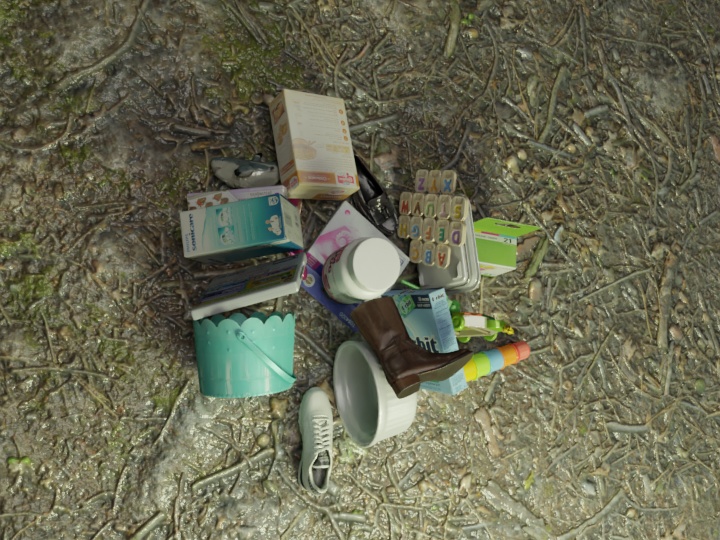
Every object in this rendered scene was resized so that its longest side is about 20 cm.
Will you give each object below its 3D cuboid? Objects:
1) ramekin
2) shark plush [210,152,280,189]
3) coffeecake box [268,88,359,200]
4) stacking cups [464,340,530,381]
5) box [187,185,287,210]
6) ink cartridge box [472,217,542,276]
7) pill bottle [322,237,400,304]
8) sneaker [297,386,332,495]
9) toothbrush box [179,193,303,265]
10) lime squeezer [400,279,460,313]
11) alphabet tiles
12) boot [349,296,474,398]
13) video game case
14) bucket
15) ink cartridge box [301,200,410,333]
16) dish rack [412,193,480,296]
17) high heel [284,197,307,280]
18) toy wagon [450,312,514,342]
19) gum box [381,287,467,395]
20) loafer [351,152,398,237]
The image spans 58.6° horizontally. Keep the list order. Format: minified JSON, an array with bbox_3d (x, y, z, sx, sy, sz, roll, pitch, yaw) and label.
[{"bbox_3d":[0.029,0.235,1.264,0.095,0.199,0.207,-6,83,-27],"label":"ramekin"},{"bbox_3d":[-0.204,-0.217,1.317,0.195,0.092,0.084,-21,59,-17],"label":"shark plush"},{"bbox_3d":[-0.096,-0.255,1.326,0.150,0.072,0.207,-1,75,-37],"label":"coffeecake box"},{"bbox_3d":[0.292,0.201,1.444,0.195,0.060,0.062,-15,87,-27],"label":"stacking cups"},{"bbox_3d":[-0.241,-0.138,1.260,0.193,0.041,0.040,-4,91,5],"label":"box"},{"bbox_3d":[0.279,-0.048,1.394,0.143,0.199,0.078,8,78,-18],"label":"ink cartridge box"},{"bbox_3d":[0.000,0.000,1.242,0.110,0.199,0.117,2,82,-18],"label":"pill bottle"},{"bbox_3d":[-0.081,0.334,1.267,0.074,0.080,0.207,2,80,-18],"label":"sneaker"},{"bbox_3d":[-0.219,-0.073,1.205,0.193,0.146,0.088,-11,83,8],"label":"toothbrush box"},{"bbox_3d":[0.172,0.063,1.367,0.197,0.071,0.038,29,100,-37],"label":"lime squeezer"},{"bbox_3d":[0.148,-0.111,1.353,0.014,0.197,0.203,-1,98,-39],"label":"alphabet tiles"},{"bbox_3d":[0.094,0.118,1.206,0.182,0.065,0.202,-17,57,-24],"label":"boot"},{"bbox_3d":[-0.199,0.026,1.184,0.194,0.183,0.023,-15,107,5],"label":"video game case"},{"bbox_3d":[-0.211,0.150,1.186,0.201,0.206,0.140,-2,90,-20],"label":"bucket"},{"bbox_3d":[-0.019,-0.008,1.364,0.195,0.043,0.202,39,69,-11],"label":"ink cartridge box"},{"bbox_3d":[0.172,-0.049,1.369,0.043,0.170,0.207,-1,80,-37],"label":"dish rack"},{"bbox_3d":[-0.125,-0.085,1.316,0.094,0.068,0.204,-22,72,-11],"label":"high heel"},{"bbox_3d":[0.230,0.118,1.349,0.153,0.196,0.041,19,69,-48],"label":"toy wagon"},{"bbox_3d":[0.126,0.140,1.306,0.044,0.168,0.206,-18,98,-31],"label":"gum box"},{"bbox_3d":[0.021,-0.163,1.390,0.071,0.063,0.202,-37,95,-23],"label":"loafer"}]
